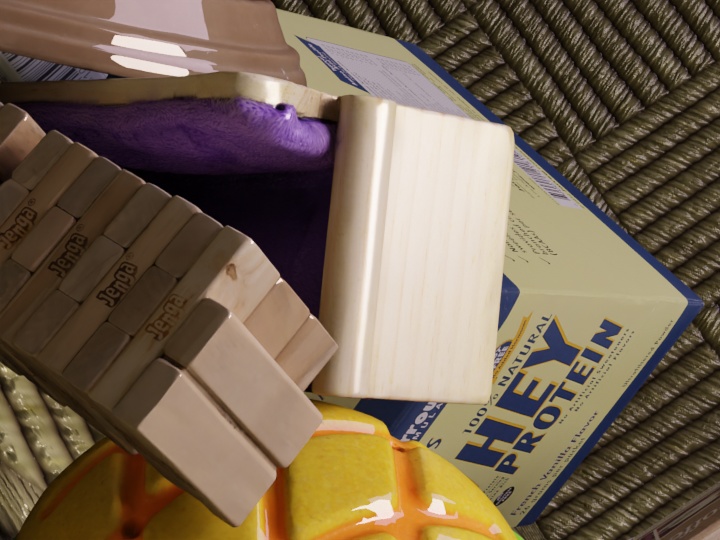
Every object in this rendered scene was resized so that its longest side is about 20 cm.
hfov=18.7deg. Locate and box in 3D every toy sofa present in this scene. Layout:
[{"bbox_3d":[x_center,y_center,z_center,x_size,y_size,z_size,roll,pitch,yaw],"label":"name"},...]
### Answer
[{"bbox_3d":[-0.057,-0.009,0.648,0.098,0.083,0.200,8,-2,-43],"label":"toy sofa"}]

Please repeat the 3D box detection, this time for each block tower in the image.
[{"bbox_3d":[-0.091,-0.007,0.576,0.200,0.054,0.058,30,-16,38],"label":"block tower"}]

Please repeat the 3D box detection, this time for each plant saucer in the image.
[{"bbox_3d":[-0.111,-0.091,0.688,0.200,0.029,0.200,14,9,-2],"label":"plant saucer"}]

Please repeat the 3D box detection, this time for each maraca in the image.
[{"bbox_3d":[-0.004,0.095,0.570,0.137,0.200,0.107,-45,142,-49],"label":"maraca"}]

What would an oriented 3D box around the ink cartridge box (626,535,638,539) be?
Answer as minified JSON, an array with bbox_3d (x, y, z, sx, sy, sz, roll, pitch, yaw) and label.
[{"bbox_3d":[0.153,0.215,1.103,0.084,0.200,0.145,56,16,-55],"label":"ink cartridge box"}]

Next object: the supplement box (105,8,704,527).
[{"bbox_3d":[0.000,0.000,0.922,0.200,0.134,0.200,44,19,25],"label":"supplement box"}]

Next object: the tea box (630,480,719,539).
[{"bbox_3d":[0.142,0.195,0.813,0.197,0.200,0.134,57,4,4],"label":"tea box"}]

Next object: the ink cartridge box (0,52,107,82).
[{"bbox_3d":[-0.215,-0.170,0.973,0.200,0.043,0.196,37,-11,43],"label":"ink cartridge box"}]
